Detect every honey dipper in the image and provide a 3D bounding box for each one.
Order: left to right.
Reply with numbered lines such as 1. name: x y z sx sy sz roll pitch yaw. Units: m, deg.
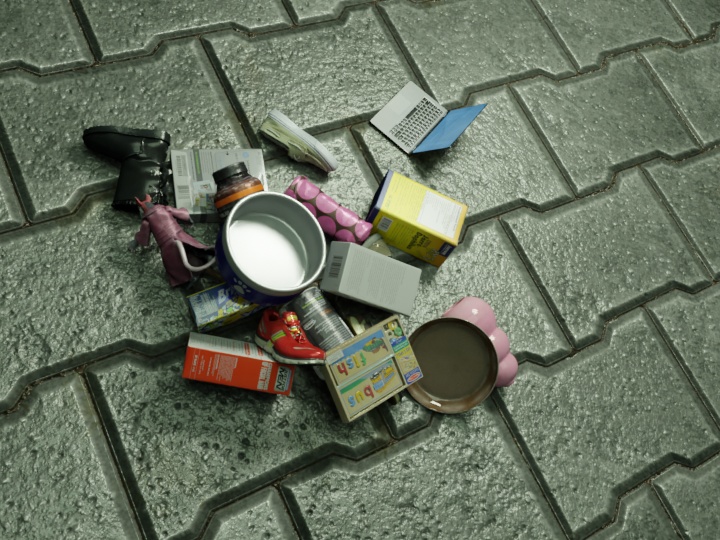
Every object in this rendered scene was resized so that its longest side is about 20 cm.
1. honey dipper: -0.245 0.035 1.528 0.198 0.038 0.038 31 59 3

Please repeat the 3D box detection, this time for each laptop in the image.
1. laptop: 0.162 -0.376 1.818 0.199 0.116 0.188 40 59 4

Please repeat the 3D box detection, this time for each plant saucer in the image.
1. plant saucer: 0.178 0.187 1.532 0.199 0.202 0.032 33 15 0

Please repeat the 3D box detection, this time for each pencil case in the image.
1. pencil case: -0.072 -0.119 1.632 0.199 0.094 0.091 37 104 2

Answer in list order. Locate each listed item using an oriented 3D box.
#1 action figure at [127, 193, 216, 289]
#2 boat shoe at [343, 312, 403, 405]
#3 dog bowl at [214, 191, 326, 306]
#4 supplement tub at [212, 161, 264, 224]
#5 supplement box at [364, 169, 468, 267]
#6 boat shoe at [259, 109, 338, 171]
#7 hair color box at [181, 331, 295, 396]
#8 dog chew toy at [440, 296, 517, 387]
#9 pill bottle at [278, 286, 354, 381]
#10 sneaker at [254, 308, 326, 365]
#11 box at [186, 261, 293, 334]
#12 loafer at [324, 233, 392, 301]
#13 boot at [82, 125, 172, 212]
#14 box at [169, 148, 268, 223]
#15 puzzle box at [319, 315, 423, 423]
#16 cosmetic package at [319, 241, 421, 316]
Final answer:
1. action figure: -0.372 -0.062 1.463 0.133 0.149 0.201 -39 94 -14
2. boat shoe: 0.037 0.171 1.530 0.064 0.073 0.202 -25 74 -22
3. dog bowl: -0.167 -0.040 1.418 0.197 0.079 0.203 12 61 -23
4. supplement tub: -0.228 -0.112 1.528 0.106 0.107 0.203 -25 95 -27
5. supplement box: 0.119 -0.113 1.677 0.198 0.110 0.110 25 60 -5
6. boat shoe: -0.138 -0.277 1.707 0.199 0.072 0.062 38 84 6
7. hair color box: -0.226 0.173 1.413 0.197 0.111 0.065 11 96 -12
8. dog chew toy: 0.253 0.155 1.588 0.124 0.124 0.201 -36 87 -29
9. pill bottle: -0.068 0.141 1.490 0.106 0.106 0.201 -31 77 -28
10. sneaker: -0.131 0.120 1.399 0.076 0.199 0.086 8 99 -43
11. box: -0.229 0.052 1.466 0.197 0.070 0.065 -21 76 -16
12. loafer: 0.000 0.000 1.601 0.069 0.075 0.200 40 59 9
13. boot: -0.476 -0.203 1.544 0.195 0.073 0.165 3 78 1
14. box: -0.297 -0.181 1.611 0.197 0.041 0.158 -5 67 -19
15. puzzle box: 0.021 0.185 1.445 0.198 0.025 0.135 -26 94 -35
16. cosmetic package: 0.023 0.018 1.542 0.198 0.071 0.103 21 81 -37
